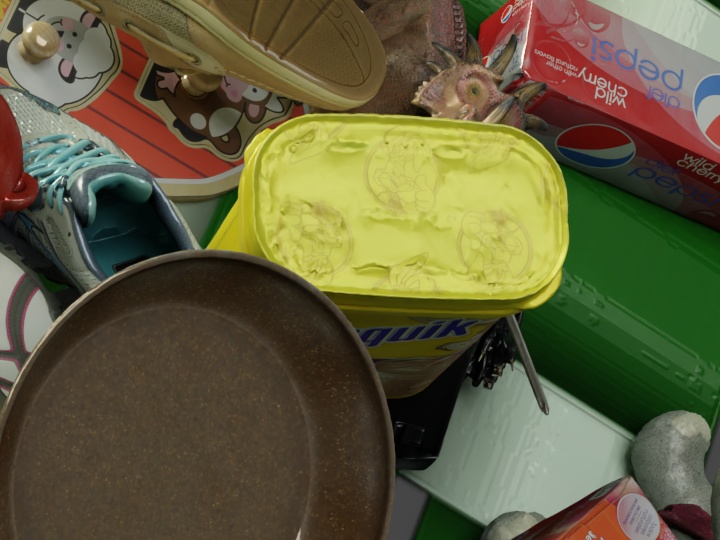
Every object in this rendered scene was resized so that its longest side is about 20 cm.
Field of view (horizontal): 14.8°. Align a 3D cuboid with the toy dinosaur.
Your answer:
[{"bbox_3d":[0.031,-0.103,1.420,0.086,0.135,0.200,15,49,-38],"label":"toy dinosaur"}]

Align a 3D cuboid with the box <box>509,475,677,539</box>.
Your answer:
[{"bbox_3d":[0.074,0.187,1.295,0.095,0.200,0.100,-36,89,-38],"label":"box"}]

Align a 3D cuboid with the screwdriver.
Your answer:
[{"bbox_3d":[0.064,-0.008,1.447,0.028,0.029,0.200,-12,64,-14],"label":"screwdriver"}]

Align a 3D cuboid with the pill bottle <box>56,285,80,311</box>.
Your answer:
[{"bbox_3d":[-0.091,0.104,1.284,0.112,0.112,0.200,-8,64,-33],"label":"pill bottle"}]

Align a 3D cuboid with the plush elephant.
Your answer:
[{"bbox_3d":[0.184,0.163,1.398,0.164,0.155,0.200,-19,79,-35],"label":"plush elephant"}]

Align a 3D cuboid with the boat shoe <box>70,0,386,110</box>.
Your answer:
[{"bbox_3d":[-0.080,-0.134,1.382,0.200,0.065,0.071,32,50,1],"label":"boat shoe"}]

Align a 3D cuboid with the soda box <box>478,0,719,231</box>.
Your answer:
[{"bbox_3d":[0.161,-0.088,1.553,0.200,0.063,0.070,22,60,-21],"label":"soda box"}]

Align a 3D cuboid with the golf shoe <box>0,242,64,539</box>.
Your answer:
[{"bbox_3d":[-0.163,0.057,1.208,0.200,0.077,0.088,58,18,19],"label":"golf shoe"}]

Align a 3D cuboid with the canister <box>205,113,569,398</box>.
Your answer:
[{"bbox_3d":[0.000,0.000,1.318,0.148,0.200,0.087,2,73,-14],"label":"canister"}]

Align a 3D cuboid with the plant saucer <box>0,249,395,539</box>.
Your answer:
[{"bbox_3d":[-0.076,0.090,1.165,0.200,0.037,0.201,-4,97,-35],"label":"plant saucer"}]

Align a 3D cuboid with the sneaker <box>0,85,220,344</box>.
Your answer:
[{"bbox_3d":[-0.117,-0.029,1.251,0.078,0.086,0.200,-31,58,-20],"label":"sneaker"}]

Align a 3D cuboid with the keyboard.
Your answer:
[{"bbox_3d":[0.039,0.024,1.459,0.104,0.040,0.200,18,59,4],"label":"keyboard"}]

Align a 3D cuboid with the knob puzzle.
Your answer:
[{"bbox_3d":[-0.102,-0.122,1.433,0.219,0.030,0.220,13,63,-26],"label":"knob puzzle"}]

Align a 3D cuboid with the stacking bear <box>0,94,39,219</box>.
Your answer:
[{"bbox_3d":[-0.215,-0.089,1.251,0.121,0.114,0.200,-7,43,-32],"label":"stacking bear"}]
